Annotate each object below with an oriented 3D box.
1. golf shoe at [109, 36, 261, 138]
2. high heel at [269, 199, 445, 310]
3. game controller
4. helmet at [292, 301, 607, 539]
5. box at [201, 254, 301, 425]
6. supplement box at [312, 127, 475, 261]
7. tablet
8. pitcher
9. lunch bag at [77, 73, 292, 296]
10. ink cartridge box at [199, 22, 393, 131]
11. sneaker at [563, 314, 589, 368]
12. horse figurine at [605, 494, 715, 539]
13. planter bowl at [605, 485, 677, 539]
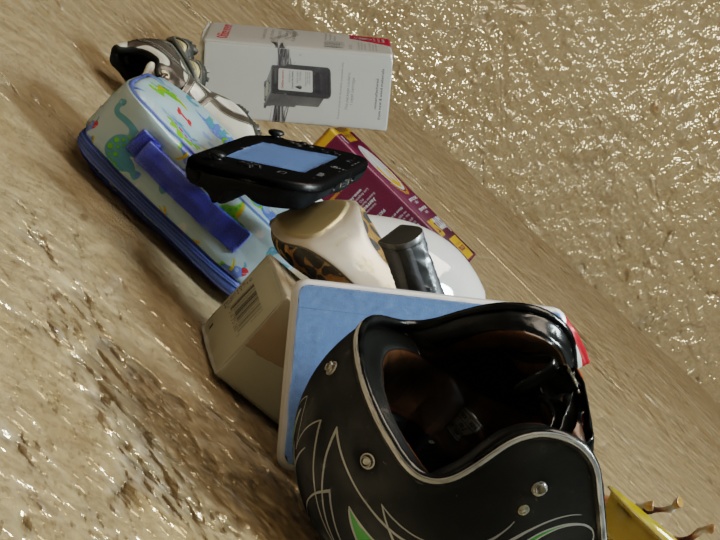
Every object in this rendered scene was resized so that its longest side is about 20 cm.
[{"bbox_3d":[-0.164,-0.141,1.962,0.094,0.078,0.200,6,34,-46],"label":"golf shoe"},{"bbox_3d":[0.003,0.026,1.570,0.200,0.071,0.143,16,-48,55],"label":"high heel"},{"bbox_3d":[-0.060,-0.078,1.627,0.104,0.042,0.200,3,10,12],"label":"game controller"},{"bbox_3d":[0.054,0.121,1.365,0.200,0.190,0.201,-9,90,-87],"label":"helmet"},{"bbox_3d":[-0.013,0.089,1.548,0.200,0.078,0.095,40,9,-23],"label":"box"},{"bbox_3d":[0.018,-0.052,2.239,0.200,0.086,0.110,45,10,2],"label":"supplement box"},{"bbox_3d":[0.044,0.080,1.471,0.199,0.131,0.014,7,-6,-15],"label":"tablet"},{"bbox_3d":[0.000,0.000,1.915,0.200,0.122,0.172,28,-1,-20],"label":"pitcher"},{"bbox_3d":[-0.131,-0.067,1.710,0.200,0.082,0.161,43,9,-5],"label":"lunch bag"},{"bbox_3d":[-0.069,-0.205,2.252,0.199,0.084,0.145,5,13,-1],"label":"ink cartridge box"},{"bbox_3d":[0.117,0.102,1.660,0.079,0.115,0.200,60,-30,19],"label":"sneaker"},{"bbox_3d":[0.259,0.242,1.991,0.200,0.132,0.050,36,56,-39],"label":"horse figurine"},{"bbox_3d":[0.260,0.279,1.818,0.200,0.084,0.200,40,2,-2],"label":"planter bowl"}]
